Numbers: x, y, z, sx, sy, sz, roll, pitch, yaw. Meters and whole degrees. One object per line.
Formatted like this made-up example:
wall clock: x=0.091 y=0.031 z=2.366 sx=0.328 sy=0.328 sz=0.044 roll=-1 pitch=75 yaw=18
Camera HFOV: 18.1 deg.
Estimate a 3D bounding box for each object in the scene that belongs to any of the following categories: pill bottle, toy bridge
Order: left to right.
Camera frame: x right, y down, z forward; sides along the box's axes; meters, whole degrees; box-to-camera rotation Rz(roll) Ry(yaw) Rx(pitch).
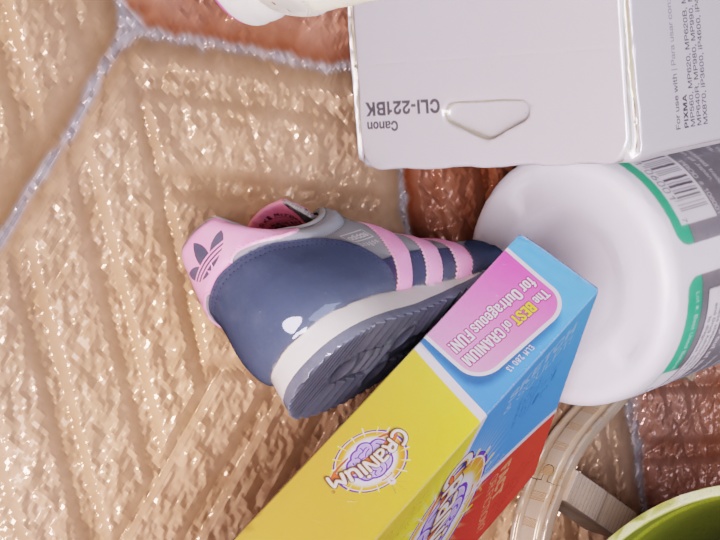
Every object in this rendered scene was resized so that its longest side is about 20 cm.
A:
toy bridge: x=0.105 y=0.109 z=1.074 sx=0.067 sy=0.027 sz=0.201 roll=35 pitch=73 yaw=-46
pill bottle: x=0.153 y=-0.013 z=1.033 sx=0.200 sy=0.113 sz=0.114 roll=-14 pitch=110 yaw=-46

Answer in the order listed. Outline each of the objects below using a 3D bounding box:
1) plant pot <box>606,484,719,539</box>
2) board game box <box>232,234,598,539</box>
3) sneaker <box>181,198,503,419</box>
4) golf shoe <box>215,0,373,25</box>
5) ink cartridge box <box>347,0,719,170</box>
plant pot: x=0.199 y=0.190 z=1.070 sx=0.193 sy=0.199 sz=0.201 roll=-5 pitch=104 yaw=-75
board game box: x=0.009 y=0.099 z=0.892 sx=0.200 sy=0.040 sz=0.153 roll=-46 pitch=162 yaw=-29
sneaker: x=0.000 y=0.000 z=0.901 sx=0.070 sy=0.082 sz=0.200 roll=-49 pitch=166 yaw=17
golf shoe: x=0.013 y=-0.179 z=0.852 sx=0.075 sy=0.091 sz=0.201 roll=36 pitch=71 yaw=-45
ink cartridge box: x=0.111 y=-0.095 z=0.937 sx=0.200 sy=0.144 sz=0.084 roll=-15 pitch=101 yaw=-46
